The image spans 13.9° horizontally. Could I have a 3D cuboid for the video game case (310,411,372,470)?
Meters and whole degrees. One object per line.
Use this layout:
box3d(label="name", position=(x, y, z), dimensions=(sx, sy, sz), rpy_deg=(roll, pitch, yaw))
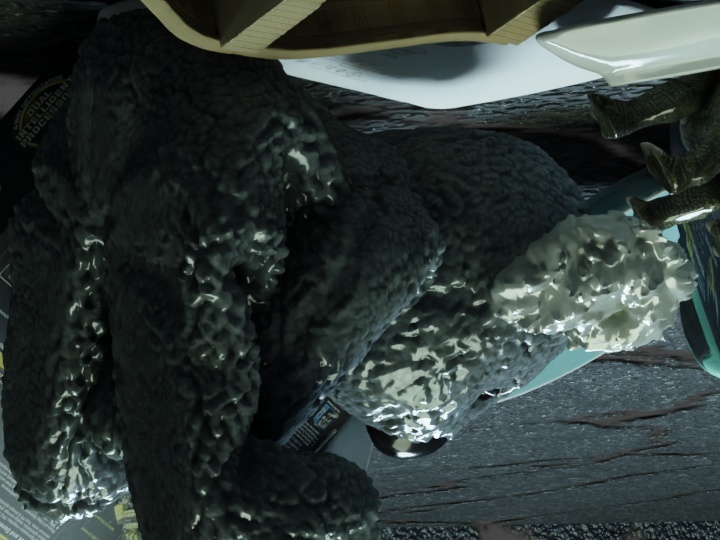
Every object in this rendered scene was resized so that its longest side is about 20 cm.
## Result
box3d(label="video game case", position=(-0.062, 0.104, 1.210), dimensions=(0.022, 0.200, 0.182), rpy_deg=(38, 134, -24))

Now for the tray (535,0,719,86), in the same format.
box3d(label="tray", position=(0.159, -0.083, 0.948), dimensions=(0.200, 0.022, 0.107), rpy_deg=(-9, -177, 8))

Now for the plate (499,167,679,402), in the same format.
box3d(label="plate", position=(0.112, -0.004, 1.308), dimensions=(0.200, 0.026, 0.200), rpy_deg=(-29, 163, -10))

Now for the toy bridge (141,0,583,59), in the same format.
box3d(label="toy bridge", position=(-0.021, -0.089, 0.871), dimensions=(0.200, 0.027, 0.067), rpy_deg=(5, 151, -47))

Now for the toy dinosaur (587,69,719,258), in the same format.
box3d(label="toy dinosaur", position=(0.145, -0.046, 0.994), dimensions=(0.102, 0.077, 0.200), rpy_deg=(-29, -164, -10))

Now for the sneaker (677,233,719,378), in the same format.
box3d(label="sneaker", position=(0.210, 0.026, 1.161), dimensions=(0.140, 0.078, 0.200), rpy_deg=(-7, -152, -3))

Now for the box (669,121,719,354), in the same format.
box3d(label="box", position=(0.203, -0.021, 1.114), dimensions=(0.157, 0.051, 0.200), rpy_deg=(-4, -164, 1))

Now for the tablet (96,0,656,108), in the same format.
box3d(label="tablet", position=(0.019, -0.083, 1.021), dimensions=(0.130, 0.014, 0.200), rpy_deg=(-11, 169, 36))

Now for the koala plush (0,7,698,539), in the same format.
box3d(label="koala plush", position=(0.000, 0.000, 0.987), dimensions=(0.200, 0.184, 0.177), rpy_deg=(-5, -166, -29))

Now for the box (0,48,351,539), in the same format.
box3d(label="box", position=(-0.095, 0.037, 1.087), dimensions=(0.049, 0.161, 0.200), rpy_deg=(36, 174, 43))
